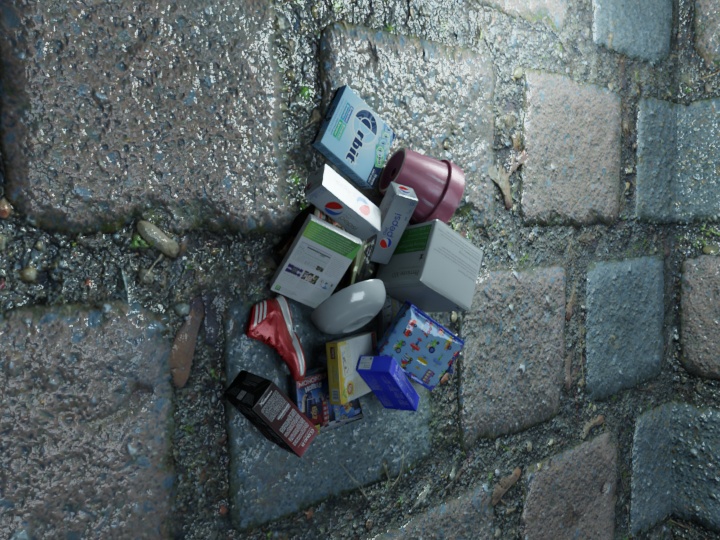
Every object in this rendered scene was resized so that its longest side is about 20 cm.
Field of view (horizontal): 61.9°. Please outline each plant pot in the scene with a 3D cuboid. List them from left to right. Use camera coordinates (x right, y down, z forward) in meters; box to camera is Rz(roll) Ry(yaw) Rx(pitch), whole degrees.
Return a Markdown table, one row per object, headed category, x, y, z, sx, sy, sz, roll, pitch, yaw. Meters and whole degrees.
| category | x | y | z | sx | sy | sz | roll | pitch | yaw |
| --- | --- | --- | --- | --- | --- | --- | --- | --- | --- |
| plant pot | 0.153 | -0.225 | 1.596 | 0.176 | 0.199 | 0.205 | 27 | 75 | -21 |

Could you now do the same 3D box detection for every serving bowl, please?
| category | x | y | z | sx | sy | sz | roll | pitch | yaw |
| --- | --- | --- | --- | --- | --- | --- | --- | --- | --- |
| serving bowl | -0.020 | 0.101 | 1.448 | 0.196 | 0.200 | 0.067 | -13 | 67 | -38 |

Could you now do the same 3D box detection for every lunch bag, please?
| category | x | y | z | sx | sy | sz | roll | pitch | yaw |
| --- | --- | --- | --- | --- | --- | --- | --- | --- | --- |
| lunch bag | 0.158 | 0.197 | 1.506 | 0.198 | 0.094 | 0.152 | 35 | 92 | -5 |

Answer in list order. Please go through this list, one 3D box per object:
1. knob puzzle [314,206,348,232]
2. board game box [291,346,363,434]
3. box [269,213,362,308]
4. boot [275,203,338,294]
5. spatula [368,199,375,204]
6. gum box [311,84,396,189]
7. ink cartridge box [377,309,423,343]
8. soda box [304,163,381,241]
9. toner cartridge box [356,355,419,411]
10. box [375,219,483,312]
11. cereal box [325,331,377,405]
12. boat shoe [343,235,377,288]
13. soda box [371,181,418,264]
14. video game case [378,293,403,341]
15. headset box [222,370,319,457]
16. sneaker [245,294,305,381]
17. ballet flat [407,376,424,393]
| category | x | y | z | sx | sy | sz | roll | pitch | yaw |
| --- | --- | --- | --- | --- | --- | --- | --- | --- | --- |
| knob puzzle | -0.060 | -0.113 | 1.454 | 0.219 | 0.030 | 0.227 | -2 | 90 | -68 |
| board game box | -0.090 | 0.289 | 1.490 | 0.196 | 0.061 | 0.207 | -8 | 96 | -39 |
| box | -0.104 | -0.015 | 1.391 | 0.142 | 0.037 | 0.202 | 24 | 113 | -25 |
| boot | -0.097 | -0.041 | 1.469 | 0.188 | 0.064 | 0.201 | -51 | 121 | -19 |
| spatula | -0.001 | -0.085 | 1.560 | 0.020 | 0.055 | 0.206 | 2 | 98 | -69 |
| gum box | -0.012 | -0.337 | 1.534 | 0.199 | 0.044 | 0.174 | 36 | 70 | -36 |
| ink cartridge box | 0.114 | 0.213 | 1.623 | 0.200 | 0.067 | 0.118 | -45 | 118 | -28 |
| soda box | -0.037 | -0.154 | 1.398 | 0.199 | 0.063 | 0.070 | 36 | 43 | -34 |
| toner cartridge box | 0.072 | 0.283 | 1.500 | 0.202 | 0.093 | 0.044 | 59 | 42 | -43 |
| box | 0.179 | -0.004 | 1.586 | 0.197 | 0.197 | 0.176 | 28 | 69 | -32 |
| cereal box | -0.015 | 0.236 | 1.482 | 0.198 | 0.039 | 0.149 | -4 | 90 | -61 |
| boat shoe | 0.000 | -0.001 | 1.511 | 0.064 | 0.072 | 0.207 | 7 | 107 | -14 |
| soda box | 0.072 | -0.118 | 1.527 | 0.066 | 0.064 | 0.203 | 12 | 123 | -21 |
| video game case | 0.122 | 0.124 | 1.682 | 0.179 | 0.022 | 0.207 | -2 | 93 | -40 |
| headset box | -0.195 | 0.327 | 1.349 | 0.075 | 0.147 | 0.201 | -50 | 119 | -25 |
| sneaker | -0.203 | 0.168 | 1.380 | 0.113 | 0.078 | 0.205 | -15 | 79 | -27 |
| ballet flat | 0.156 | 0.229 | 1.573 | 0.068 | 0.069 | 0.207 | -10 | 98 | -38 |
